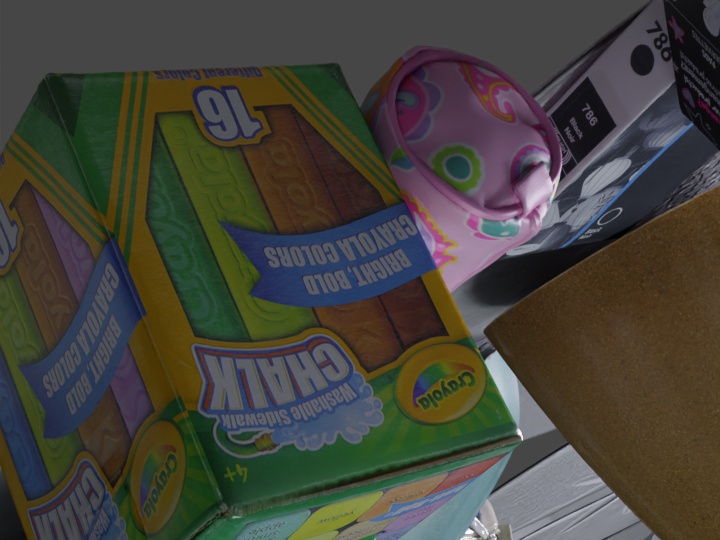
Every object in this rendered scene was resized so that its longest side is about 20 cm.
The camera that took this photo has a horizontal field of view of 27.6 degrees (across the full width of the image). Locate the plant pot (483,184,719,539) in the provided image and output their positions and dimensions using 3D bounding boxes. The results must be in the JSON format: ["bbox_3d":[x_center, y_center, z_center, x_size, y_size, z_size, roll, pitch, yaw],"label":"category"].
[{"bbox_3d":[0.195,0.075,0.817,0.185,0.201,0.186,-27,171,-5],"label":"plant pot"}]

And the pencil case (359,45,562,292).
[{"bbox_3d":[0.000,0.000,0.603,0.087,0.088,0.200,-10,152,-39],"label":"pencil case"}]

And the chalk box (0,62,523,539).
[{"bbox_3d":[-0.042,0.047,0.496,0.124,0.201,0.124,-9,153,-40],"label":"chalk box"}]

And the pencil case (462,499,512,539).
[{"bbox_3d":[0.029,0.221,1.179,0.199,0.079,0.089,-5,172,-45],"label":"pencil case"}]

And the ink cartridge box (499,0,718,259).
[{"bbox_3d":[0.138,-0.077,0.663,0.099,0.039,0.200,-10,153,-38],"label":"ink cartridge box"}]

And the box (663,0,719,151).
[{"bbox_3d":[0.225,-0.105,0.527,0.199,0.132,0.115,-25,133,-5],"label":"box"}]

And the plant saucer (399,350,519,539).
[{"bbox_3d":[0.057,0.144,0.955,0.201,0.039,0.201,-52,164,-21],"label":"plant saucer"}]
